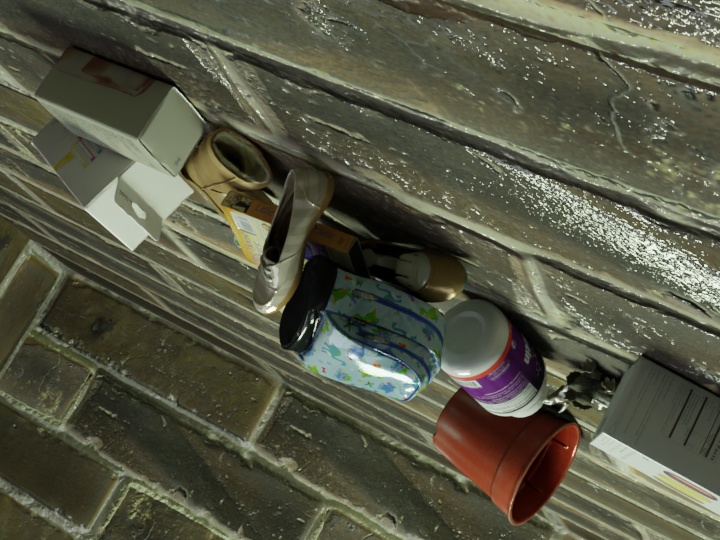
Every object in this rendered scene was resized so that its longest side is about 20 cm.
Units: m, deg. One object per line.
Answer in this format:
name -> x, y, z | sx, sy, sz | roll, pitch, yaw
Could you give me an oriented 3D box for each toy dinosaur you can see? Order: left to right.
toy dinosaur -> 0.340, 0.175, 1.635 | 0.199, 0.078, 0.102 | 17, 174, 32

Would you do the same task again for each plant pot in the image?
plant pot -> 0.242, 0.299, 2.072 | 0.195, 0.201, 0.201 | 32, 170, 30

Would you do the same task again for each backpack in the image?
backpack -> 0.011, 0.081, 1.532 | 0.198, 0.155, 0.163 | 10, 146, -19

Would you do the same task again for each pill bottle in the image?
pill bottle -> 0.188, 0.130, 1.672 | 0.112, 0.113, 0.200 | 20, 164, 41

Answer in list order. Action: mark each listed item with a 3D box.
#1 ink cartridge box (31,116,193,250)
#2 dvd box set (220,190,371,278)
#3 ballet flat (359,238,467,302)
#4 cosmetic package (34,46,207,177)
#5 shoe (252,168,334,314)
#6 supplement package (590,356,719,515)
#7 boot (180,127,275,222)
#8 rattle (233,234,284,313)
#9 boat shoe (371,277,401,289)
ink cartridge box -> -0.339, -0.139, 1.681 | 0.200, 0.125, 0.129 | 45, 178, 34
dvd box set -> -0.081, -0.026, 1.595 | 0.199, 0.030, 0.147 | 21, 154, 24
ballet flat -> 0.054, -0.001, 1.551 | 0.063, 0.069, 0.199 | 10, -178, -37
cosmetic package -> -0.311, -0.208, 1.564 | 0.199, 0.088, 0.103 | 25, 165, 29
shoe -> -0.097, -0.038, 1.489 | 0.053, 0.201, 0.070 | 8, -156, -40
supplement package -> 0.402, 0.209, 1.484 | 0.199, 0.110, 0.114 | 28, 168, 10
boot -> -0.160, -0.115, 1.632 | 0.175, 0.066, 0.200 | 34, 166, -18
rattle -> -0.088, -0.017, 1.851 | 0.142, 0.130, 0.201 | -2, 120, 49
boat shoe -> 0.000, 0.000, 1.675 | 0.199, 0.073, 0.063 | 30, -177, 24
